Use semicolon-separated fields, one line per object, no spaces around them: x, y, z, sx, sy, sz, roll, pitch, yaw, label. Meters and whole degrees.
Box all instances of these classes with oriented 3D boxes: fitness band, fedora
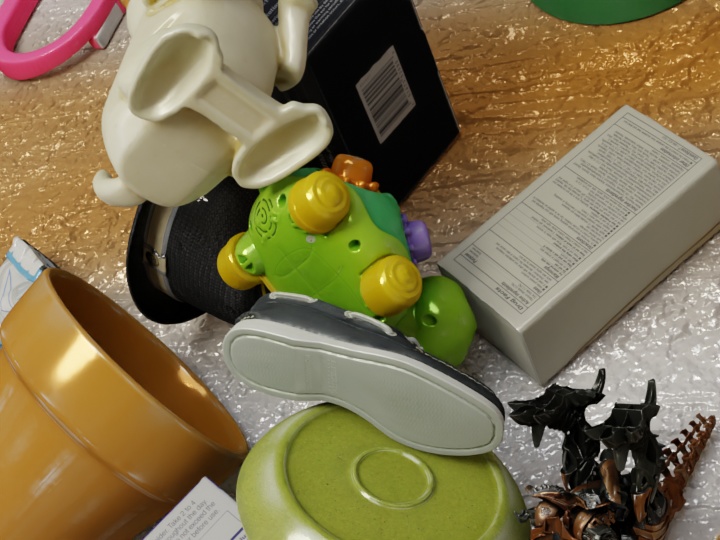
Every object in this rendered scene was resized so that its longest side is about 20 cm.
-0.316;-0.281;1.564;0.142;0.038;0.201;1;52;25;fitness band
-0.092;-0.028;1.154;0.091;0.201;0.201;33;69;24;fedora

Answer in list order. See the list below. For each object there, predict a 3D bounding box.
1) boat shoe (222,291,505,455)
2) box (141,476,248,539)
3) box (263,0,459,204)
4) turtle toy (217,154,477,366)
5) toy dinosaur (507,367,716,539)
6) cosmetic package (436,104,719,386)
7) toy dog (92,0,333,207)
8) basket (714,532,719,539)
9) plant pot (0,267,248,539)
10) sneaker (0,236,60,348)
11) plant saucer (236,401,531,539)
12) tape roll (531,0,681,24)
0.008;0.062;0.984;0.198;0.076;0.060;21;40;11;boat shoe
-0.089;0.271;0.954;0.184;0.105;0.199;-44;49;-17;box
-0.047;-0.170;1.239;0.196;0.201;0.124;25;64;37;box
0.000;0.000;1.055;0.145;0.200;0.101;-33;12;50;turtle toy
0.157;0.143;0.952;0.101;0.137;0.200;-5;22;32;toy dinosaur
0.168;-0.022;1.107;0.199;0.073;0.103;-39;47;-10;cosmetic package
-0.112;-0.147;1.047;0.194;0.139;0.201;-47;32;33;toy dog
0.271;0.173;0.847;0.199;0.150;0.143;-37;47;-7;basket
-0.214;0.133;1.081;0.183;0.200;0.200;-47;48;2;plant pot
-0.273;0.040;1.244;0.087;0.075;0.200;-51;26;-5;sneaker
0.019;0.144;0.963;0.197;0.031;0.201;8;35;-6;plant saucer
0.234;-0.309;1.335;0.198;0.048;0.202;-12;48;14;tape roll
